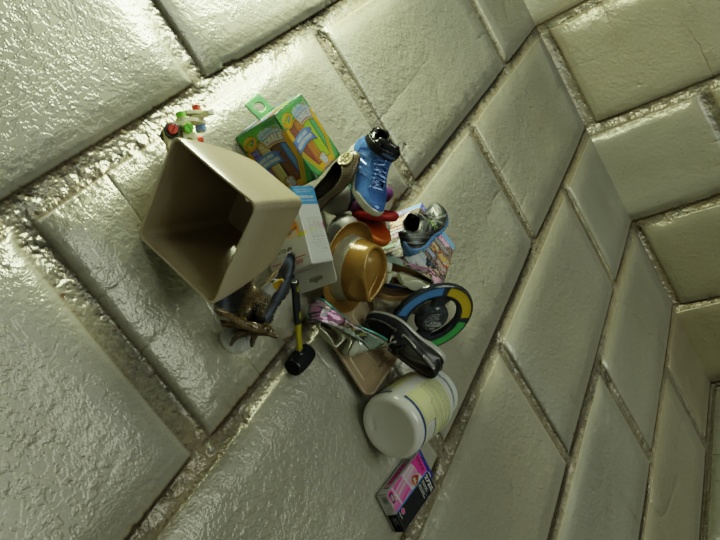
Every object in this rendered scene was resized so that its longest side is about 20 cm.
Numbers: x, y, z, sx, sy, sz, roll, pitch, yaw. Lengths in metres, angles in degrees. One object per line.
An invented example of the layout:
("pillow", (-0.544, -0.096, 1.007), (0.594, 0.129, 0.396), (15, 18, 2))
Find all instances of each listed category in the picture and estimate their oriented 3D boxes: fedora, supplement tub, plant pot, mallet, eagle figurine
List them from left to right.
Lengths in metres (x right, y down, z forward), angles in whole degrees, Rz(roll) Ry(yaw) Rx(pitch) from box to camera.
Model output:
("plant pot", (-0.222, -0.094, 1.244), (0.200, 0.200, 0.177), (39, 28, 20))
("eagle figurine", (-0.192, 0.041, 1.342), (0.200, 0.151, 0.152), (-98, 176, -47))
("mallet", (-0.116, 0.104, 1.412), (0.066, 0.041, 0.200), (-37, 134, -58))
("fedora", (0.000, 0.000, 1.535), (0.200, 0.082, 0.201), (-26, 123, -49))
("supplement tub", (0.114, 0.303, 1.593), (0.200, 0.145, 0.145), (-23, 93, -53))

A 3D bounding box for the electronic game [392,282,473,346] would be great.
("electronic game", (0.160, 0.106, 1.644), (0.200, 0.200, 0.042), (31, 23, -40))

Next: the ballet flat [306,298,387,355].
("ballet flat", (-0.033, 0.131, 1.502), (0.200, 0.069, 0.071), (34, 67, -28))

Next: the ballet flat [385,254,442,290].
("ballet flat", (0.090, 0.012, 1.665), (0.071, 0.200, 0.069), (-72, 175, -65))

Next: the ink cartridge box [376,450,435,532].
("ink cartridge box", (0.111, 0.472, 1.609), (0.200, 0.037, 0.095), (-39, 106, -53))

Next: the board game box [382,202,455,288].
("board game box", (0.134, -0.035, 1.805), (0.159, 0.097, 0.200), (49, 42, -26))

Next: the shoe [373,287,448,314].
("shoe", (0.116, 0.073, 1.678), (0.200, 0.070, 0.053), (3, 106, -28))

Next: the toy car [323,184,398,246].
("toy car", (0.012, -0.139, 1.653), (0.175, 0.150, 0.200), (-10, 82, -52))

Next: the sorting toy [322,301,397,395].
("sorting toy", (-0.002, 0.149, 1.611), (0.200, 0.036, 0.185), (55, 39, -13))

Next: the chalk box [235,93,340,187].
("chalk box", (-0.160, -0.277, 1.517), (0.200, 0.124, 0.125), (56, 39, -19))

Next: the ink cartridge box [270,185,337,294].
("ink cartridge box", (-0.130, -0.057, 1.466), (0.068, 0.115, 0.200), (-9, 82, -52))

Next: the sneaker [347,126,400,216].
("sneaker", (0.037, -0.218, 1.547), (0.077, 0.111, 0.200), (21, 45, -34))

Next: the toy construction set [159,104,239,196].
("toy construction set", (-0.296, -0.221, 1.350), (0.131, 0.092, 0.200), (-12, 76, -28))

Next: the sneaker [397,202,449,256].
("sneaker", (0.147, -0.110, 1.715), (0.200, 0.071, 0.083), (-48, 118, -46))

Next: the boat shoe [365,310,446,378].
("boat shoe", (0.090, 0.162, 1.588), (0.200, 0.074, 0.060), (36, 47, 0))

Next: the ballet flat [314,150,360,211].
("ballet flat", (-0.074, -0.177, 1.551), (0.046, 0.200, 0.067), (34, 12, -35))
